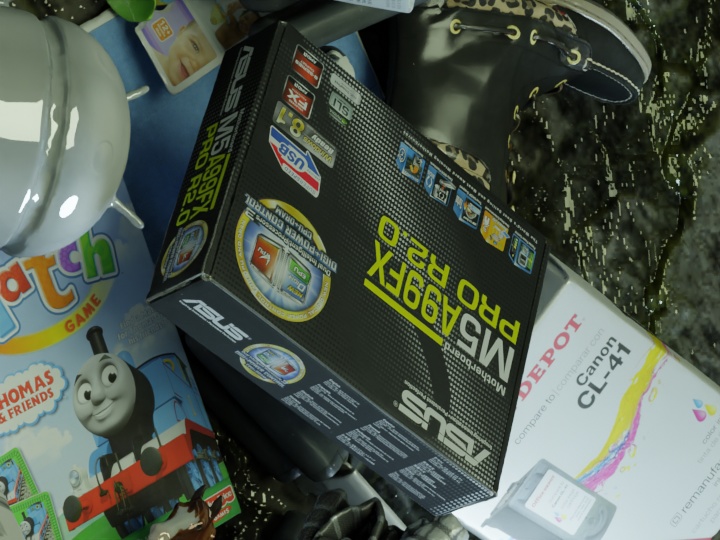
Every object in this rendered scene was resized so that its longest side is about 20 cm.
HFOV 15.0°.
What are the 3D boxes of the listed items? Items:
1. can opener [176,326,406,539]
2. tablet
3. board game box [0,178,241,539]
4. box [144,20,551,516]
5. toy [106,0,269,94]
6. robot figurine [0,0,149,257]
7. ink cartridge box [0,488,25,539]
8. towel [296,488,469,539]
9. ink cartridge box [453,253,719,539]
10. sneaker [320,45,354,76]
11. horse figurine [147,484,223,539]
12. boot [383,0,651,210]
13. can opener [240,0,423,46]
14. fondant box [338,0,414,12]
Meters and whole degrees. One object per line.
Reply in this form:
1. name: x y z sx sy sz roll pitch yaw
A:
1. can opener: -0.040 0.103 1.419 0.200 0.053 0.067 49 56 -26
2. tablet: -0.072 -0.098 1.434 0.200 0.014 0.130 -36 110 -39
3. board game box: -0.152 0.059 1.332 0.151 0.037 0.200 -29 105 -40
4. box: 0.000 0.000 1.316 0.200 0.044 0.160 38 47 -28
5. toy: -0.055 -0.188 1.421 0.200 0.047 0.115 -39 104 -38
6. robot figurine: -0.190 -0.068 1.238 0.200 0.113 0.170 10 82 -24
7. ink cartridge box: -0.228 0.100 1.149 0.146 0.200 0.083 22 112 -40
8. towel: -0.011 0.226 1.378 0.166 0.086 0.200 -46 139 -29
9. ink cartridge box: 0.114 0.091 1.503 0.200 0.086 0.148 35 93 -36
10. sneaker: -0.015 -0.012 1.403 0.130 0.079 0.199 46 34 -33
11. horse figurine: -0.118 0.214 1.320 0.133 0.050 0.200 -30 124 -46
12. boot: 0.079 -0.089 1.526 0.200 0.073 0.151 26 70 -44
13. can opener: 0.032 -0.161 1.407 0.200 0.067 0.053 -27 113 -32
14. fondant box: -0.056 -0.217 1.339 0.058 0.200 0.144 89 14 -66
